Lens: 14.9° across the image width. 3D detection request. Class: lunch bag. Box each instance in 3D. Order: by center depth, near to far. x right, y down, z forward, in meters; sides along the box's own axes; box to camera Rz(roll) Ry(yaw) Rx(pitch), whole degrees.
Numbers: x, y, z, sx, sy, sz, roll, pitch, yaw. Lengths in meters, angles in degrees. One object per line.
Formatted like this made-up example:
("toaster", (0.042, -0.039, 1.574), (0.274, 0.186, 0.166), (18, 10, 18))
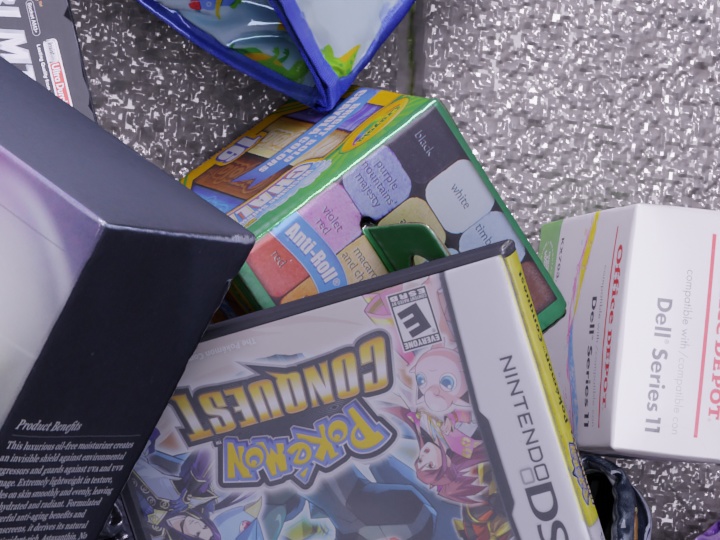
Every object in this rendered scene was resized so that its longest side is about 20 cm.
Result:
("lunch bag", (-0.042, -0.197, 1.302), (0.200, 0.127, 0.170), (43, 61, -13))

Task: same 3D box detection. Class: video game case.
("video game case", (-0.002, 0.100, 1.187), (0.199, 0.025, 0.182), (-16, 96, 15))

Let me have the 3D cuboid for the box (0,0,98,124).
("box", (-0.230, -0.088, 1.307), (0.197, 0.050, 0.201), (-14, 89, -13))

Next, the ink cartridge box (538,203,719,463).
("ink cartridge box", (0.137, 0.031, 1.306), (0.067, 0.200, 0.118), (7, 85, -12))

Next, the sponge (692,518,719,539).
("sponge", (0.175, 0.197, 1.358), (0.200, 0.030, 0.112), (-40, 70, -3))

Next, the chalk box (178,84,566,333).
("chalk box", (0.000, 0.000, 1.267), (0.124, 0.200, 0.125), (-37, 107, -12))

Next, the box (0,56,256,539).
("box", (-0.186, 0.017, 1.164), (0.200, 0.123, 0.199), (34, 103, 26))

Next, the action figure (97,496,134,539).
("action figure", (-0.047, 0.157, 1.292), (0.193, 0.104, 0.201), (-45, 111, -37))

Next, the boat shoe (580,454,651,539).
("boat shoe", (0.085, 0.185, 1.315), (0.070, 0.091, 0.201), (14, 78, 15))
